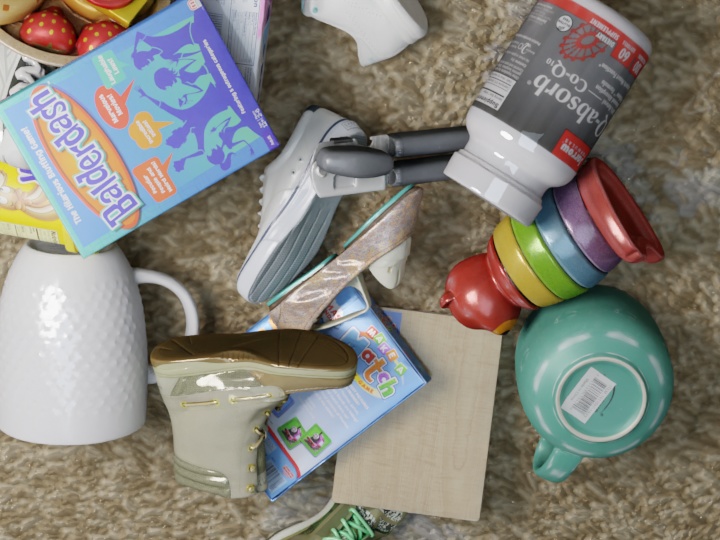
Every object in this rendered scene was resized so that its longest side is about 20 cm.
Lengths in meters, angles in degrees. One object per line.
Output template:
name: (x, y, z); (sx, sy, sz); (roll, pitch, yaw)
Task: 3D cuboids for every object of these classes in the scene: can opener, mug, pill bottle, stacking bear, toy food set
can opener: (0.044, -0.100, 1.530); (0.199, 0.066, 0.053); (-9, 112, -28)
mug: (-0.254, 0.059, 1.589); (0.199, 0.148, 0.177); (-2, 106, -17)
pill bottle: (0.167, -0.149, 1.499); (0.115, 0.116, 0.201); (31, 93, -8)
stacking bear: (0.169, -0.009, 1.570); (0.199, 0.121, 0.114); (-33, 77, 20)
mug: (0.230, 0.119, 1.603); (0.151, 0.114, 0.186); (-11, 107, 5)
toy food set: (-0.263, -0.270, 1.471); (0.199, 0.199, 0.049); (31, 148, -1)

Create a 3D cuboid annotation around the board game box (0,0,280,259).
board game box: (-0.192, -0.126, 1.426); (0.199, 0.045, 0.153); (-31, 104, -4)

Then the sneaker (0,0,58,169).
sneaker: (-0.314, -0.186, 1.495); (0.080, 0.201, 0.075); (3, 151, 11)

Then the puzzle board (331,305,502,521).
puzzle board: (0.057, 0.141, 1.642); (0.150, 0.017, 0.202); (7, 92, 5)

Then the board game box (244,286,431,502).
board game box: (-0.053, 0.108, 1.627); (0.200, 0.037, 0.152); (-38, 85, 13)

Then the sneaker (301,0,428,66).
sneaker: (-0.028, -0.274, 1.511); (0.088, 0.075, 0.200); (-31, 106, 23)

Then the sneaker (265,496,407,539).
sneaker: (-0.021, 0.276, 1.674); (0.200, 0.089, 0.077); (-39, 104, 10)

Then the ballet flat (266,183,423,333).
ballet flat: (0.000, 0.000, 1.560); (0.200, 0.068, 0.067); (-40, 88, 23)

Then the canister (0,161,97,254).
canister: (-0.329, -0.102, 1.534); (0.198, 0.149, 0.087); (9, 150, 1)

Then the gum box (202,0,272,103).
gum box: (-0.117, -0.233, 1.499); (0.066, 0.114, 0.201); (8, 108, -1)

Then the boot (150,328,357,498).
boot: (-0.093, 0.139, 1.567); (0.198, 0.072, 0.156); (-1, 114, 12)

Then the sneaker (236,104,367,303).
sneaker: (-0.067, -0.064, 1.579); (0.071, 0.073, 0.201); (38, 101, 31)
